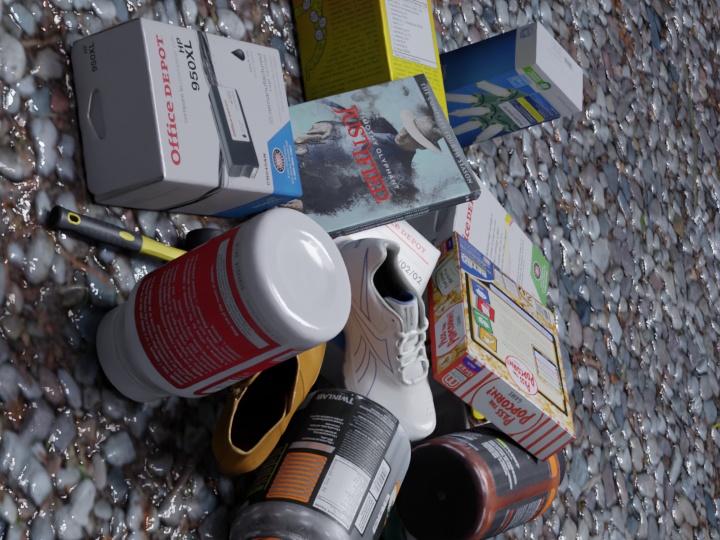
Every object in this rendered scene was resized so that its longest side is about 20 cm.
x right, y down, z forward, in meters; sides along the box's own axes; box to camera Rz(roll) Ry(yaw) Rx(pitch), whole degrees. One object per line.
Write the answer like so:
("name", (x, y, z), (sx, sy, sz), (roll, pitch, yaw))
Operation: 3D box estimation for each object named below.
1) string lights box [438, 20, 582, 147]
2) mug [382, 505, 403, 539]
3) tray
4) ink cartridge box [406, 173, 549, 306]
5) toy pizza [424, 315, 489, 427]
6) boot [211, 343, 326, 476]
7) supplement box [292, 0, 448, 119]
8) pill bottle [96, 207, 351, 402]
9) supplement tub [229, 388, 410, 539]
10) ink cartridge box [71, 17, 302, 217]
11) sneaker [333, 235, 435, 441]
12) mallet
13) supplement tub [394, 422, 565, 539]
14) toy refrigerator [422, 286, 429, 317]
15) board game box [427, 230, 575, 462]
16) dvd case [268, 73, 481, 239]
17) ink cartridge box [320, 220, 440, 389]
("string lights box", (0.130, -0.194, 1.829), (0.103, 0.200, 0.059), (37, 47, -44))
("mug", (0.064, 0.325, 1.597), (0.152, 0.114, 0.185), (-34, 107, -57))
("tray", (0.078, 0.193, 1.677), (0.107, 0.022, 0.200), (-29, 120, -31))
("ink cartridge box", (0.122, 0.001, 1.846), (0.200, 0.084, 0.145), (46, 41, -39))
("toy pizza", (0.090, 0.136, 1.707), (0.200, 0.032, 0.201), (-14, 112, -37))
("boot", (-0.066, 0.082, 1.433), (0.071, 0.144, 0.201), (26, 69, -4))
("supplement box", (0.013, -0.202, 1.735), (0.109, 0.109, 0.200), (7, 73, -57))
("pill bottle", (-0.114, 0.035, 1.343), (0.112, 0.200, 0.112), (31, 47, -39))
("supplement tub", (-0.039, 0.209, 1.476), (0.123, 0.122, 0.200), (58, 36, -26))
("ink cartridge box", (-0.149, -0.130, 1.474), (0.200, 0.084, 0.145), (3, 75, -57))
("sneaker", (0.025, 0.062, 1.523), (0.074, 0.087, 0.200), (-28, 100, -38))
("mallet", (-0.183, -0.030, 1.431), (0.200, 0.041, 0.066), (29, 55, -45))
("supplement tub", (0.123, 0.201, 1.617), (0.200, 0.107, 0.107), (-5, 82, -56))
("toy refrigerator", (0.093, 0.091, 1.784), (0.200, 0.070, 0.076), (47, 38, -40))
("board game box", (0.134, 0.071, 1.635), (0.151, 0.046, 0.200), (39, 26, -23))
("dvd case", (-0.003, -0.105, 1.598), (0.200, 0.022, 0.146), (-15, 65, -19))
("ink cartridge box", (0.000, 0.000, 1.618), (0.115, 0.068, 0.200), (41, 56, -26))
